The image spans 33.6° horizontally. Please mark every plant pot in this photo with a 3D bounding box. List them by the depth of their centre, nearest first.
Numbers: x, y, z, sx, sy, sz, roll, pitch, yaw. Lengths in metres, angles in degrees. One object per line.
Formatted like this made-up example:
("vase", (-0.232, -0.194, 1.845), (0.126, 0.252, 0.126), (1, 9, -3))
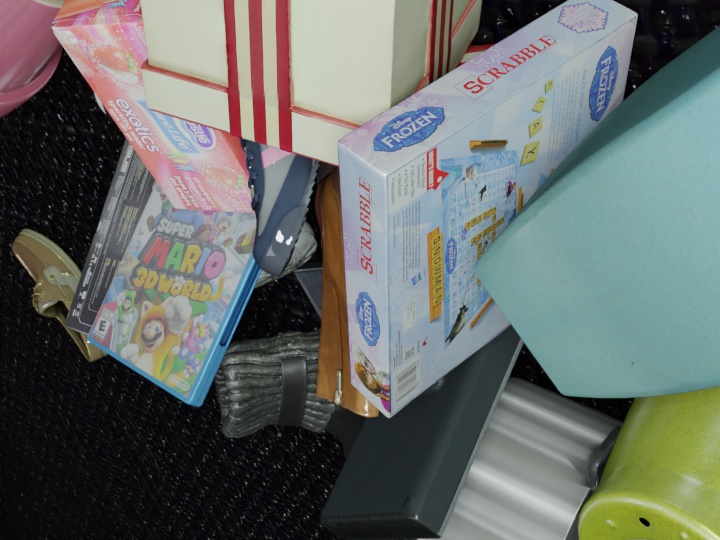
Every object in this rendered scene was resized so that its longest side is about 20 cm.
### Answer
("plant pot", (0.167, -0.024, 0.608), (0.199, 0.141, 0.142), (-32, 98, 40))
("plant pot", (0.230, 0.118, 0.688), (0.199, 0.193, 0.202), (32, 145, 26))
("plant pot", (-0.319, -0.250, 1.028), (0.178, 0.200, 0.201), (-20, 109, 42))

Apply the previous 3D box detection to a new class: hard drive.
("hard drive", (0.050, 0.095, 0.851), (0.033, 0.201, 0.139), (35, 154, -17))

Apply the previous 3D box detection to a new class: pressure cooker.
("pressure cooker", (0.152, 0.189, 0.874), (0.199, 0.181, 0.175), (22, 180, 34))

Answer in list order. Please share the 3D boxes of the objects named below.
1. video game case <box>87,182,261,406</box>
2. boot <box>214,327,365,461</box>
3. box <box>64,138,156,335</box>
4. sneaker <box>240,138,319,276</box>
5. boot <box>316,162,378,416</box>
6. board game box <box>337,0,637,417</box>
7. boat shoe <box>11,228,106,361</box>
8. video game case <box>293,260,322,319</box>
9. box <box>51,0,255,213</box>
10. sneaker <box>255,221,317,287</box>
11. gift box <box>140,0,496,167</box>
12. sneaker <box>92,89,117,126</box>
("video game case", (-0.142, -0.007, 0.993), (0.142, 0.202, 0.018), (24, 179, 38))
("boot", (-0.046, 0.125, 1.047), (0.080, 0.156, 0.213), (-126, 23, -48))
("box", (-0.180, -0.025, 1.081), (0.157, 0.203, 0.048), (11, 173, 44))
("sneaker", (-0.068, -0.097, 0.838), (0.081, 0.203, 0.070), (12, 160, -13))
("boot", (0.000, 0.000, 0.842), (0.188, 0.068, 0.203), (174, 101, -68))
("board game box", (0.075, -0.037, 0.713), (0.041, 0.199, 0.201), (38, 148, 32))
("boat shoe", (-0.382, 0.031, 1.519), (0.200, 0.066, 0.074), (44, 149, 10))
("video game case", (0.032, 0.051, 1.046), (0.199, 0.019, 0.144), (-6, 119, 54))
("box", (-0.128, -0.144, 0.895), (0.094, 0.103, 0.201), (5, 144, 28))
("sneaker", (-0.119, -0.032, 1.101), (0.199, 0.077, 0.101), (-13, 97, 49))
("gift box", (-0.012, -0.179, 0.703), (0.183, 0.200, 0.188), (21, 138, 18))
("sneaker", (-0.173, -0.169, 1.023), (0.090, 0.070, 0.201), (45, 147, 13))
